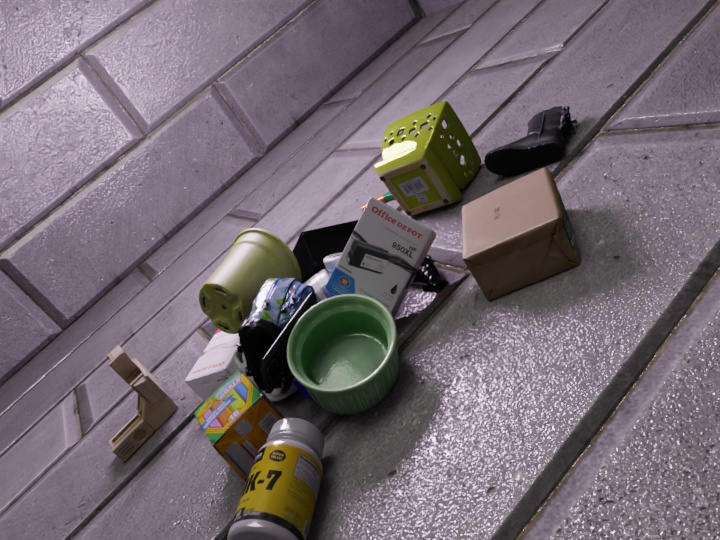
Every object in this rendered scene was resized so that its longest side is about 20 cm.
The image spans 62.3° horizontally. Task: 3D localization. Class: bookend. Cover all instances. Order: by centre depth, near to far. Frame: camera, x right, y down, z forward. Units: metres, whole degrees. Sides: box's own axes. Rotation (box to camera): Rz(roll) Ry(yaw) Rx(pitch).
[{"bbox_3d":[-0.066,-0.024,1.447,0.195,0.094,0.200,-14,-20,-27],"label":"bookend"}]

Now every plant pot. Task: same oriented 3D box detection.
[{"bbox_3d":[-0.263,0.038,1.354,0.197,0.203,0.185,-16,22,37],"label":"plant pot"},{"bbox_3d":[0.160,-0.262,1.480,0.197,0.200,0.184,-12,40,41],"label":"plant pot"}]

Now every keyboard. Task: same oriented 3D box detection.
[{"bbox_3d":[-0.121,0.147,1.093,0.020,0.129,0.201,13,42,20],"label":"keyboard"}]

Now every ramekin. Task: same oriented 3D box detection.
[{"bbox_3d":[-0.024,0.151,1.049,0.195,0.099,0.203,-9,47,10],"label":"ramekin"}]

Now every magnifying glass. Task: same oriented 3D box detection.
[{"bbox_3d":[0.089,-0.216,1.699,0.197,0.023,0.080,-23,29,25],"label":"magnifying glass"}]

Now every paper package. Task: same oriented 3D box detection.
[{"bbox_3d":[0.284,-0.071,1.088,0.188,0.104,0.202,-25,26,24],"label":"paper package"}]

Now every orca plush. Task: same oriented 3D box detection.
[{"bbox_3d":[0.104,-0.008,1.255,0.104,0.072,0.201,-35,25,4],"label":"orca plush"}]

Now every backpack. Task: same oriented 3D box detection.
[{"bbox_3d":[-0.159,0.104,1.183,0.150,0.166,0.202,-11,33,1],"label":"backpack"}]

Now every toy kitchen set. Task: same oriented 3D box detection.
[{"bbox_3d":[-0.555,0.322,1.407,0.181,0.202,0.162,-45,26,-19],"label":"toy kitchen set"}]

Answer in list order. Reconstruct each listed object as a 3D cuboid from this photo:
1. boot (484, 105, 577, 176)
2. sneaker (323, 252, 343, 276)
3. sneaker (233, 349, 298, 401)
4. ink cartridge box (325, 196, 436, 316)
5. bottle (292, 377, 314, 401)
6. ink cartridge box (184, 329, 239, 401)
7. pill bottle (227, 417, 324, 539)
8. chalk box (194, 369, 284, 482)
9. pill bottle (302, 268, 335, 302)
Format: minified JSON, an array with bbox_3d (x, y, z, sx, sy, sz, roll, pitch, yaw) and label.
[{"bbox_3d":[0.394,-0.304,1.378,0.195,0.074,0.164,-9,39,34],"label":"boot"},{"bbox_3d":[0.000,0.000,1.309,0.197,0.102,0.077,-16,12,-42],"label":"sneaker"},{"bbox_3d":[-0.200,0.211,1.240,0.197,0.101,0.075,4,39,43],"label":"sneaker"},{"bbox_3d":[0.041,-0.020,1.171,0.203,0.143,0.084,-62,-11,6],"label":"ink cartridge box"},{"bbox_3d":[-0.045,0.162,1.167,0.201,0.066,0.083,-49,28,-23],"label":"bottle"},{"bbox_3d":[-0.303,0.204,1.415,0.143,0.085,0.202,-21,28,31],"label":"ink cartridge box"},{"bbox_3d":[-0.120,0.336,0.913,0.113,0.115,0.202,-24,28,25],"label":"pill bottle"},{"bbox_3d":[-0.224,0.285,1.126,0.124,0.126,0.199,-43,24,-16],"label":"chalk box"},{"bbox_3d":[-0.127,0.100,1.326,0.198,0.115,0.114,-36,25,1],"label":"pill bottle"}]
